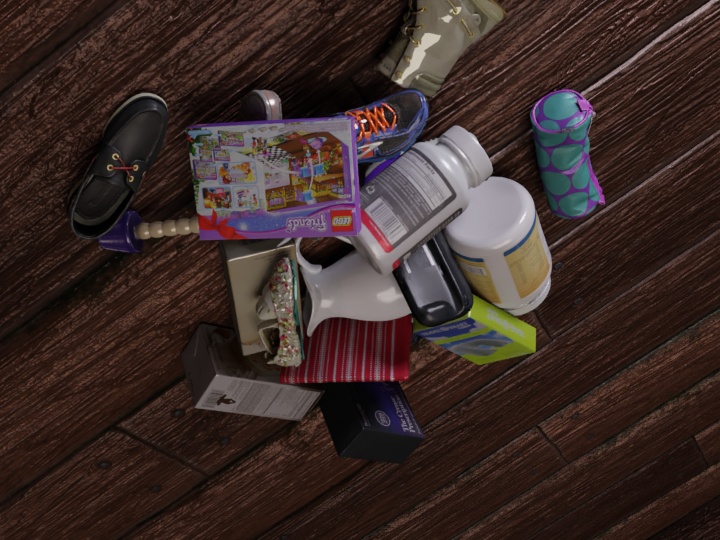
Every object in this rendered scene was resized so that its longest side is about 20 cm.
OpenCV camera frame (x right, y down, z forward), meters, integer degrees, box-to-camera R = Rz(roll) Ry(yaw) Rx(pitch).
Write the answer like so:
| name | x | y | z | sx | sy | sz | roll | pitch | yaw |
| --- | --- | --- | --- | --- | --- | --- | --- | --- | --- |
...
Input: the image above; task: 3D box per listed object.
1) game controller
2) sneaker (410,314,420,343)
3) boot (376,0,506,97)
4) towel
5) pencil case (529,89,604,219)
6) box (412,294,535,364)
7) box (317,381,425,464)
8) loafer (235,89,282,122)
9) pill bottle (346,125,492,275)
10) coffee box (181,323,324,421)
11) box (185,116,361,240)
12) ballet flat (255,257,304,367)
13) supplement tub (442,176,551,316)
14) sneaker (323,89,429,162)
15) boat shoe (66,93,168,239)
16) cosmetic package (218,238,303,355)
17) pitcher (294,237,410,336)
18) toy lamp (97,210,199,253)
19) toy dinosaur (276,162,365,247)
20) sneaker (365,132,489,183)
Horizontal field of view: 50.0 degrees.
| name | x | y | z | sx | sy | sz | roll | pitch | yaw |
| --- | --- | --- | --- | --- | --- | --- | --- | --- | --- |
| game controller | 0.089 | -0.016 | 1.135 | 0.104 | 0.201 | 0.042 | -19 | 164 | -22 |
| sneaker | 0.128 | 0.075 | 1.338 | 0.198 | 0.073 | 0.112 | 5 | 133 | -21 |
| boot | 0.066 | -0.308 | 0.942 | 0.199 | 0.072 | 0.155 | 22 | 121 | -39 |
| towel | -0.020 | 0.117 | 1.199 | 0.198 | 0.145 | 0.023 | -2 | 133 | 7 |
| pencil case | 0.318 | -0.172 | 1.179 | 0.092 | 0.086 | 0.201 | -5 | 141 | 19 |
| box | 0.180 | 0.094 | 1.256 | 0.199 | 0.048 | 0.121 | 27 | 147 | -36 |
| box | 0.004 | 0.219 | 1.308 | 0.140 | 0.201 | 0.079 | 14 | 124 | -36 |
| loafer | -0.127 | -0.150 | 1.005 | 0.063 | 0.072 | 0.201 | -18 | 145 | -34 |
| pill bottle | 0.072 | -0.095 | 1.008 | 0.200 | 0.111 | 0.111 | -39 | 137 | -5 |
| coffee box | -0.172 | 0.165 | 1.237 | 0.199 | 0.115 | 0.080 | 15 | 122 | -37 |
| box | -0.101 | -0.109 | 0.923 | 0.198 | 0.039 | 0.138 | -1 | 107 | 8 |
| ballet flat | -0.116 | 0.069 | 1.100 | 0.063 | 0.076 | 0.201 | -9 | 131 | -9 |
| supplement tub | 0.220 | -0.033 | 1.219 | 0.144 | 0.145 | 0.200 | -30 | 137 | 3 |
| sneaker | -0.005 | -0.170 | 0.974 | 0.199 | 0.076 | 0.078 | -26 | 165 | 7 |
| boat shoe | -0.294 | -0.123 | 0.945 | 0.073 | 0.063 | 0.202 | 24 | 115 | -37 |
| cosmetic package | -0.146 | 0.025 | 1.148 | 0.103 | 0.073 | 0.201 | -15 | 134 | -13 |
| pitcher | 0.000 | 0.000 | 1.176 | 0.198 | 0.121 | 0.173 | -12 | 115 | -6 |
| toy lamp | -0.242 | -0.057 | 1.003 | 0.198 | 0.059 | 0.058 | -8 | 136 | 6 |
| toy dinosaur | -0.035 | -0.108 | 1.054 | 0.199 | 0.103 | 0.077 | -34 | 137 | 8 |
| sneaker | 0.096 | -0.129 | 1.098 | 0.199 | 0.100 | 0.070 | -23 | 139 | -7 |
